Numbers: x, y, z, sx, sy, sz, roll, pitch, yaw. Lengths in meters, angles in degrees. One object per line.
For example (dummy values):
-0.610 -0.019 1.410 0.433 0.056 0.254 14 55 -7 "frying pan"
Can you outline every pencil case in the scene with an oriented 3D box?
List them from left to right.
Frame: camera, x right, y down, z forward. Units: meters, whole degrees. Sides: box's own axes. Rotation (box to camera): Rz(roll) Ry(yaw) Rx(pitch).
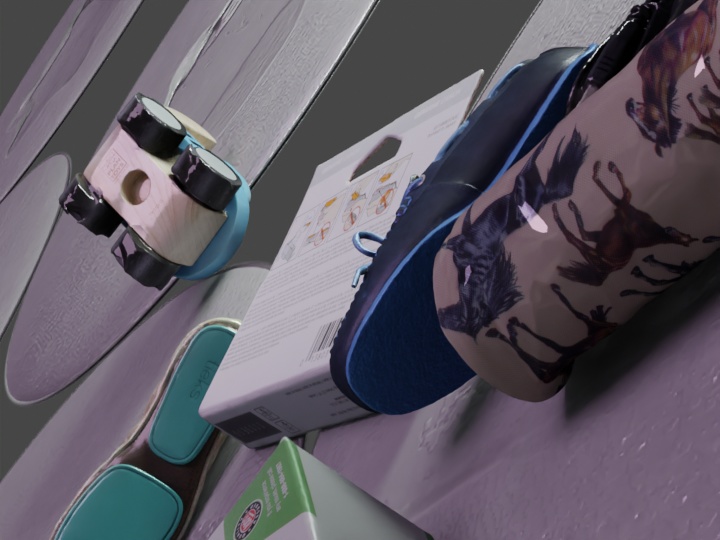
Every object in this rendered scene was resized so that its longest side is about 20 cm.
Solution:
0.109 -0.030 0.691 0.200 0.089 0.078 -44 50 35 "pencil case"

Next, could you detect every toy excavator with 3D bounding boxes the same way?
-0.138 -0.065 1.376 0.194 0.200 0.100 44 102 27 "toy excavator"

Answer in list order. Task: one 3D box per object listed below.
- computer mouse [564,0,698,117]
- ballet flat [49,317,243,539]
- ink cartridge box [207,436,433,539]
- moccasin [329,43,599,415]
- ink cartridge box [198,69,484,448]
0.161 -0.131 0.737 0.139 0.053 0.200 -54 16 -29 "computer mouse"
-0.116 0.120 1.073 0.201 0.067 0.062 -55 -10 -8 "ballet flat"
-0.049 0.189 0.707 0.200 0.087 0.145 -52 18 9 "ink cartridge box"
0.052 -0.017 0.831 0.200 0.081 0.068 -49 30 -18 "moccasin"
0.000 0.000 0.977 0.200 0.043 0.174 -24 36 60 "ink cartridge box"
